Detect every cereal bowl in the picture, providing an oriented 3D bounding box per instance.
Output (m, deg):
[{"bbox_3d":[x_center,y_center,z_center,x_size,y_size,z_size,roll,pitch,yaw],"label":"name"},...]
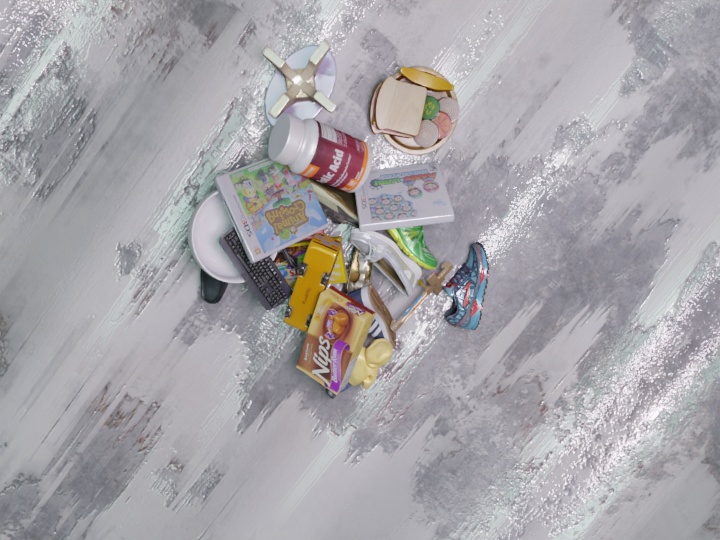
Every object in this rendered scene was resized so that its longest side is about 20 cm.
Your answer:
[{"bbox_3d":[-0.272,-0.077,1.208,0.197,0.083,0.204,-6,100,-35],"label":"cereal bowl"}]

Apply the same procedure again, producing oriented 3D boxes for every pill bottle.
[{"bbox_3d":[-0.083,-0.243,1.186,0.197,0.114,0.116,15,99,-33],"label":"pill bottle"}]

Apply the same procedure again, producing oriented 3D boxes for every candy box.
[{"bbox_3d":[-0.131,-0.015,1.279,0.196,0.026,0.104,-6,111,13],"label":"candy box"},{"bbox_3d":[-0.056,0.150,1.225,0.116,0.056,0.203,30,117,17],"label":"candy box"}]

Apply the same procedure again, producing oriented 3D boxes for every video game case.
[{"bbox_3d":[-0.179,-0.138,1.187,0.198,0.022,0.185,-28,98,-33],"label":"video game case"},{"bbox_3d":[0.087,-0.161,1.227,0.196,0.184,0.024,-6,136,-1],"label":"video game case"}]

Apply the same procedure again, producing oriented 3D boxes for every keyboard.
[{"bbox_3d":[-0.199,-0.023,1.209,0.127,0.020,0.202,-44,121,-23],"label":"keyboard"}]

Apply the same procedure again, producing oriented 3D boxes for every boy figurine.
[{"bbox_3d":[-0.011,0.211,1.293,0.199,0.065,0.125,-36,97,27],"label":"boy figurine"}]

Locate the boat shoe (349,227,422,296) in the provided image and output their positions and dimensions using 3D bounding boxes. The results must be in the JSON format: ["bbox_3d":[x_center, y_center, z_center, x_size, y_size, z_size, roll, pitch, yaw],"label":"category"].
[{"bbox_3d":[0.052,-0.021,1.231,0.201,0.074,0.066,38,66,-30],"label":"boat shoe"}]

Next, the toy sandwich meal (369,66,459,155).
[{"bbox_3d":[0.120,-0.350,1.241,0.201,0.070,0.210,0,99,-2],"label":"toy sandwich meal"}]

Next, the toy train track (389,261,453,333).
[{"bbox_3d":[0.132,0.054,1.295,0.032,0.115,0.200,40,87,27],"label":"toy train track"}]

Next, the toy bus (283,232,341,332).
[{"bbox_3d":[-0.105,0.028,1.234,0.064,0.079,0.203,21,115,0],"label":"toy bus"}]

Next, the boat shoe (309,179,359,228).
[{"bbox_3d":[-0.043,-0.136,1.264,0.199,0.072,0.067,35,126,8],"label":"boat shoe"}]

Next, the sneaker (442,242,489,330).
[{"bbox_3d":[0.237,0.035,1.304,0.094,0.079,0.204,7,99,-1],"label":"sneaker"}]

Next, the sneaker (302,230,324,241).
[{"bbox_3d":[-0.159,-0.126,1.258,0.074,0.087,0.200,-42,99,5],"label":"sneaker"}]

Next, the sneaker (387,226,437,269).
[{"bbox_3d":[0.114,-0.086,1.282,0.083,0.074,0.201,-38,98,8],"label":"sneaker"}]

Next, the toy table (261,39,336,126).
[{"bbox_3d":[-0.127,-0.388,1.204,0.182,0.117,0.202,27,96,-6],"label":"toy table"}]

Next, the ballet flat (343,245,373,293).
[{"bbox_3d":[0.000,0.000,1.290,0.066,0.075,0.204,8,99,-5],"label":"ballet flat"}]

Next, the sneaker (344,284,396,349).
[{"bbox_3d":[0.008,0.115,1.294,0.107,0.071,0.201,-14,133,16],"label":"sneaker"}]

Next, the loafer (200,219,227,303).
[{"bbox_3d":[-0.325,-0.023,1.276,0.067,0.070,0.205,10,99,-1],"label":"loafer"}]
